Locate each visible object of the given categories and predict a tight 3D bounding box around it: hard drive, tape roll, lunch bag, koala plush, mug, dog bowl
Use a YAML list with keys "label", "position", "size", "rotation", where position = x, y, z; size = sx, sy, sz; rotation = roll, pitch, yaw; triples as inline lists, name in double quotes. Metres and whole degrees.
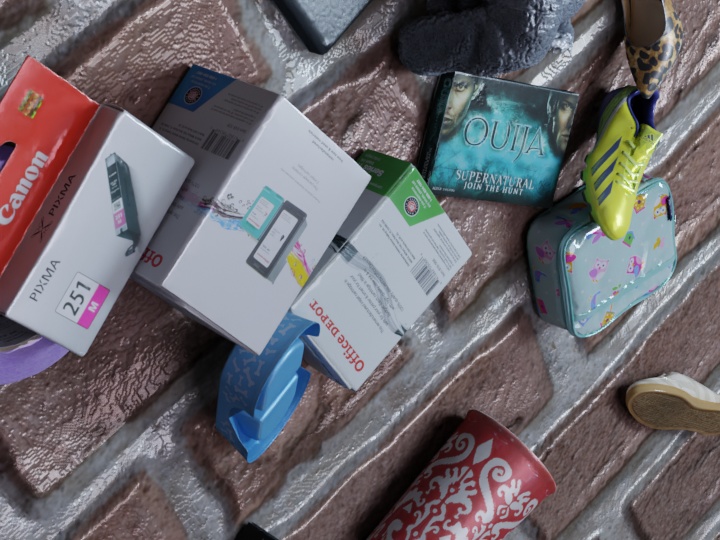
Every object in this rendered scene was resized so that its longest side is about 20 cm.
- label: "hard drive"
  position: [-0.048, -0.323, 1.501]
  size: [0.140, 0.033, 0.200]
  rotation: [-51, 131, -14]
- label: "tape roll"
  position: [-0.318, -0.005, 1.367]
  size: [0.199, 0.065, 0.201]
  rotation: [-16, 117, -35]
- label: "lunch bag"
  position: [0.293, -0.020, 1.875]
  size: [0.199, 0.077, 0.161]
  rotation: [-29, 122, -28]
- label: "koala plush"
  position: [0.164, -0.285, 1.618]
  size: [0.199, 0.183, 0.179]
  rotation: [-20, 119, -47]
- label: "mug"
  position: [0.118, 0.290, 1.810]
  size: [0.200, 0.133, 0.178]
  rotation: [-45, 128, -14]
- label: "dog bowl"
  position: [-0.095, 0.108, 1.549]
  size: [0.112, 0.049, 0.200]
  rotation: [-51, 167, -30]

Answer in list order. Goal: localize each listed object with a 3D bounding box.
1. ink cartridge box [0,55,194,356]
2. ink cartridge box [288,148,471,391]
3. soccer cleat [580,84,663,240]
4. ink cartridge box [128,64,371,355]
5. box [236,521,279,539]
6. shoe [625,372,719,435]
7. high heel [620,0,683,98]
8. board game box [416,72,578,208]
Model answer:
- label: "ink cartridge box"
  position: [-0.255, -0.052, 1.332]
  size: [0.173, 0.043, 0.201]
  rotation: [34, 83, -44]
- label: "ink cartridge box"
  position: [0.000, 0.000, 1.628]
  size: [0.200, 0.083, 0.147]
  rotation: [-49, 131, -16]
- label: "soccer cleat"
  position: [0.300, -0.128, 1.787]
  size: [0.065, 0.083, 0.201]
  rotation: [39, 49, -39]
- label: "ink cartridge box"
  position: [-0.125, -0.056, 1.458]
  size: [0.146, 0.146, 0.201]
  rotation: [39, 80, -43]
- label: "box"
  position: [-0.083, 0.392, 1.702]
  size: [0.200, 0.086, 0.164]
  rotation: [42, 78, -42]
- label: "shoe"
  position: [0.411, 0.171, 2.073]
  size: [0.199, 0.054, 0.070]
  rotation: [18, 126, -39]
- label: "high heel"
  position: [0.303, -0.304, 1.773]
  size: [0.142, 0.071, 0.201]
  rotation: [18, 76, -49]
- label: "board game box"
  position: [0.151, -0.144, 1.741]
  size: [0.199, 0.028, 0.136]
  rotation: [3, 105, -41]
